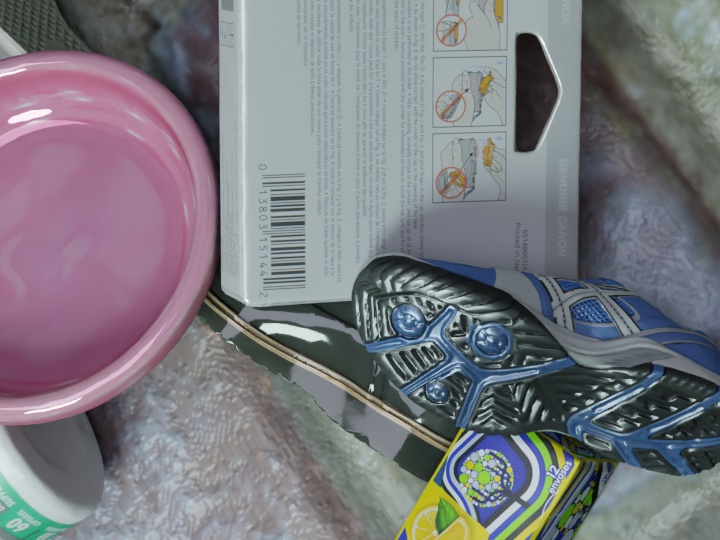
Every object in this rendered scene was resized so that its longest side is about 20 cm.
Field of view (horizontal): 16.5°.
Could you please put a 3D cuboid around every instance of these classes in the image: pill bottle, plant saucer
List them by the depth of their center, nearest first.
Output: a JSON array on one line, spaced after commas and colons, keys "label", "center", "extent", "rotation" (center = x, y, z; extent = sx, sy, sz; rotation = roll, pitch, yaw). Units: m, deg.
[{"label": "plant saucer", "center": [-0.161, -0.014, 1.276], "extent": [0.200, 0.051, 0.201], "rotation": [-5, 69, 14]}, {"label": "pill bottle", "center": [-0.249, 0.126, 1.353], "extent": [0.200, 0.113, 0.113], "rotation": [-30, 76, 17]}]

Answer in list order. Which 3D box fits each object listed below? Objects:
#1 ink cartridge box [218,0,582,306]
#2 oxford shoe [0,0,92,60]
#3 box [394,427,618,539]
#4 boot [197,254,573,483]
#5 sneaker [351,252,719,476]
[{"label": "ink cartridge box", "center": [0.020, -0.087, 1.222], "extent": [0.176, 0.045, 0.200], "rotation": [-3, 99, -18]}, {"label": "oxford shoe", "center": [-0.194, -0.123, 1.377], "extent": [0.200, 0.075, 0.058], "rotation": [52, 128, 17]}, {"label": "box", "center": [0.046, 0.164, 1.258], "extent": [0.064, 0.070, 0.200], "rotation": [33, 98, 22]}, {"label": "boot", "center": [0.000, 0.000, 1.294], "extent": [0.200, 0.077, 0.138], "rotation": [35, 94, 8]}, {"label": "sneaker", "center": [0.089, 0.038, 1.214], "extent": [0.200, 0.077, 0.076], "rotation": [22, 122, -8]}]
